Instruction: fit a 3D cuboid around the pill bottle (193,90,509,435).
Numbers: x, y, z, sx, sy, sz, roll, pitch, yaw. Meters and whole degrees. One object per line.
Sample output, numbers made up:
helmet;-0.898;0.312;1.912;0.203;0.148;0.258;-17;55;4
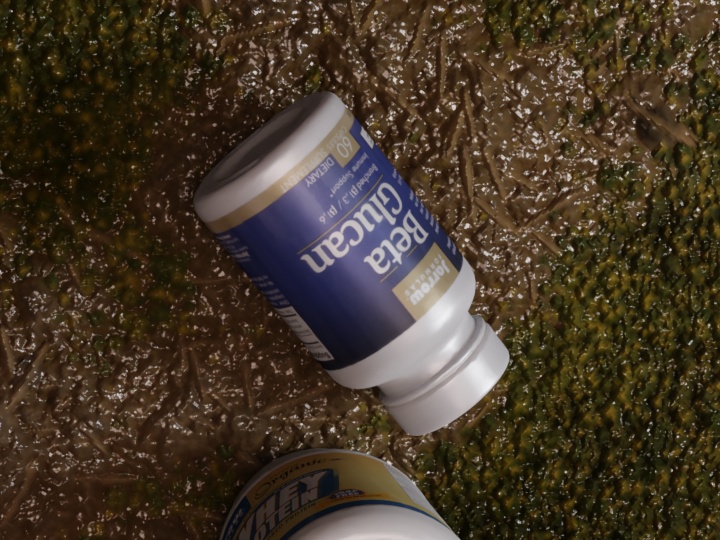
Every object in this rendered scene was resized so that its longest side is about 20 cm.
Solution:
pill bottle;0.000;0.000;1.271;0.111;0.111;0.200;-40;104;-2

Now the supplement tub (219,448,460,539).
supplement tub;-0.010;0.189;1.253;0.144;0.200;0.145;-2;99;-11
